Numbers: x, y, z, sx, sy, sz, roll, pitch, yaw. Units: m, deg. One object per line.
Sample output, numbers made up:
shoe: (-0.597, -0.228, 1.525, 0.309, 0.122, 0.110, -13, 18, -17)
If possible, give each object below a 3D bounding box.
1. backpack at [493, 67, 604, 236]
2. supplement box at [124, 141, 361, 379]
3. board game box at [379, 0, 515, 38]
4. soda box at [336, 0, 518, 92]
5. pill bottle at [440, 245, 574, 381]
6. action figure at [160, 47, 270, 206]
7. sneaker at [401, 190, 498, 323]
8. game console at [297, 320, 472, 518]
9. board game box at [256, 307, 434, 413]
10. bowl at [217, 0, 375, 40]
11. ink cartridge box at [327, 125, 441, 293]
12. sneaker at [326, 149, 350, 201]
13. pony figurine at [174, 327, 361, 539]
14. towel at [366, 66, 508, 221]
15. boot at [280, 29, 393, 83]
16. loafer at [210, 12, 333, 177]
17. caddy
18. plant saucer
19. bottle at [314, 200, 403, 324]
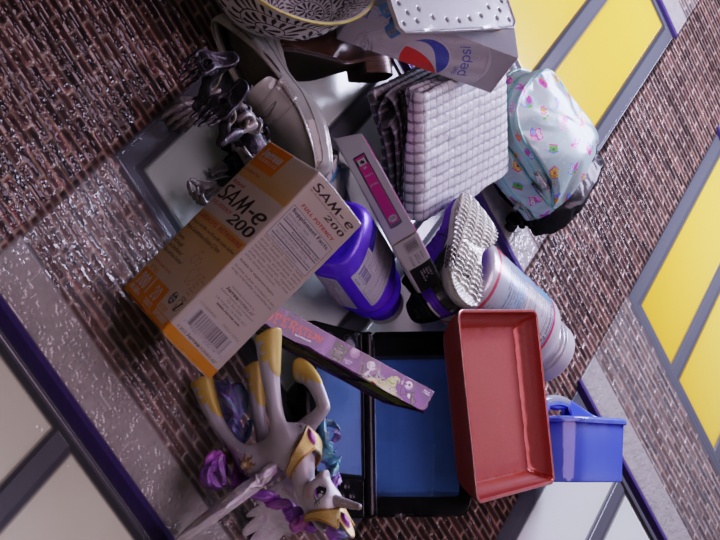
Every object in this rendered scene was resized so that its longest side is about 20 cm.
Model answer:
backpack: (0.222, -0.166, 1.731, 0.200, 0.126, 0.168, 50, 51, -24)
supplement box: (-0.111, -0.014, 1.246, 0.200, 0.126, 0.074, -46, 121, -7)
board game box: (0.067, -0.341, 1.417, 0.199, 0.026, 0.202, -13, 82, -47)
soda box: (0.073, -0.266, 1.482, 0.198, 0.064, 0.069, 15, 50, -22)
pill bottle: (0.173, 0.054, 1.635, 0.200, 0.108, 0.110, 39, 54, -37)
action figure: (-0.139, -0.132, 1.329, 0.200, 0.101, 0.120, 79, -15, -66)
sneaker: (0.090, -0.012, 1.521, 0.070, 0.099, 0.201, 47, 32, -17)
game console: (0.026, 0.157, 1.431, 0.175, 0.115, 0.203, 18, 67, -55)
board game box: (-0.033, 0.082, 1.339, 0.199, 0.120, 0.033, 30, 76, -19)
bowl: (-0.088, -0.300, 1.368, 0.199, 0.094, 0.203, 17, 52, -23)
ink cartridge box: (0.022, -0.076, 1.450, 0.201, 0.037, 0.095, 60, 1, 37)
sneaker: (-0.059, -0.040, 1.423, 0.201, 0.074, 0.087, -54, 126, -41)
pony figurine: (-0.091, 0.183, 1.266, 0.166, 0.192, 0.202, 5, 58, -51)
towel: (0.093, -0.161, 1.586, 0.199, 0.085, 0.168, -31, 128, -43)
boot: (-0.047, -0.316, 1.512, 0.185, 0.064, 0.203, 0, 78, -48)
loafer: (-0.095, -0.179, 1.397, 0.069, 0.070, 0.201, -19, 76, -49)
caddy: (0.240, 0.205, 1.651, 0.199, 0.140, 0.106, 10, 77, -48)
plant saucer: (0.149, 0.145, 1.488, 0.199, 0.036, 0.203, 2, 81, -58)
bottle: (0.000, 0.000, 1.434, 0.200, 0.065, 0.084, 54, 51, -62)
